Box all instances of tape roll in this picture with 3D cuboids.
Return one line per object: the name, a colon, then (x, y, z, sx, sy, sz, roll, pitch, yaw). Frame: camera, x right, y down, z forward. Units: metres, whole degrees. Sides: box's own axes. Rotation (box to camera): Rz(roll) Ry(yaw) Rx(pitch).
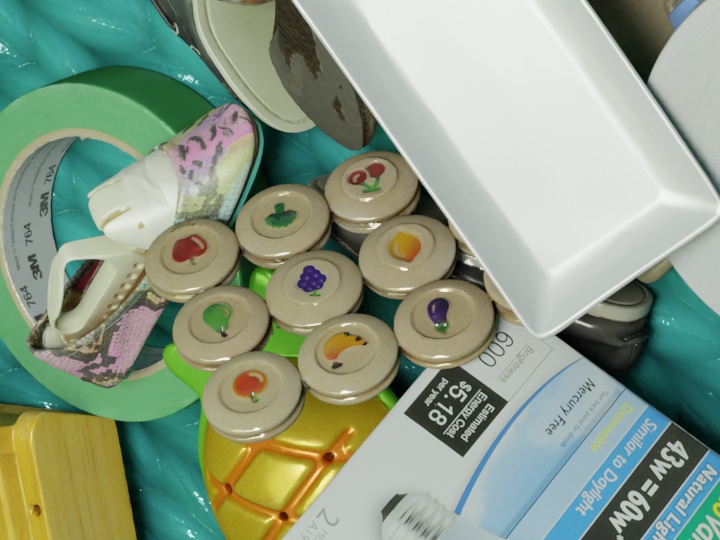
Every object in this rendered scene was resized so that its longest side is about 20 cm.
tape roll: (-0.138, -0.015, 1.327, 0.200, 0.048, 0.201, 11, 112, 30)
tape roll: (0.228, -0.057, 1.037, 0.200, 0.066, 0.201, 12, 120, 21)

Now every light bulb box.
light bulb box: (0.078, 0.158, 1.124, 0.200, 0.198, 0.125, 36, 154, 11)

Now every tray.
tray: (0.066, -0.078, 1.036, 0.107, 0.022, 0.200, -35, 95, 7)

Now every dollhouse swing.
dollhouse swing: (-0.266, 0.153, 1.375, 0.199, 0.176, 0.182, 3, 108, 40)

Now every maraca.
maraca: (-0.032, 0.094, 1.254, 0.137, 0.107, 0.201, -20, 100, 23)

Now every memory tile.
memory tile: (0.000, 0.000, 1.145, 0.017, 0.199, 0.154, 74, 173, -47)

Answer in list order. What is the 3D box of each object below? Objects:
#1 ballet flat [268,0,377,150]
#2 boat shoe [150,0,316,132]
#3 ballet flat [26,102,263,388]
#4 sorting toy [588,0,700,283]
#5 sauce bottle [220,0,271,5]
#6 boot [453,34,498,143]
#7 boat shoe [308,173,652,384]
ballet flat: (-0.020, -0.134, 1.139, 0.067, 0.046, 0.200, 29, 155, 31)
boat shoe: (-0.084, -0.159, 1.232, 0.200, 0.074, 0.066, 55, 155, -7)
ballet flat: (-0.123, -0.012, 1.240, 0.200, 0.071, 0.069, -54, 40, 35)
sorting toy: (0.128, -0.118, 1.122, 0.200, 0.036, 0.185, 50, 126, 9)
sauce bottle: (-0.040, -0.227, 1.125, 0.065, 0.065, 0.200, 33, 126, 20)
boot: (0.037, -0.132, 1.122, 0.155, 0.073, 0.201, 20, 107, 50)
boat shoe: (0.054, 0.007, 1.197, 0.199, 0.067, 0.057, 22, 113, 22)
